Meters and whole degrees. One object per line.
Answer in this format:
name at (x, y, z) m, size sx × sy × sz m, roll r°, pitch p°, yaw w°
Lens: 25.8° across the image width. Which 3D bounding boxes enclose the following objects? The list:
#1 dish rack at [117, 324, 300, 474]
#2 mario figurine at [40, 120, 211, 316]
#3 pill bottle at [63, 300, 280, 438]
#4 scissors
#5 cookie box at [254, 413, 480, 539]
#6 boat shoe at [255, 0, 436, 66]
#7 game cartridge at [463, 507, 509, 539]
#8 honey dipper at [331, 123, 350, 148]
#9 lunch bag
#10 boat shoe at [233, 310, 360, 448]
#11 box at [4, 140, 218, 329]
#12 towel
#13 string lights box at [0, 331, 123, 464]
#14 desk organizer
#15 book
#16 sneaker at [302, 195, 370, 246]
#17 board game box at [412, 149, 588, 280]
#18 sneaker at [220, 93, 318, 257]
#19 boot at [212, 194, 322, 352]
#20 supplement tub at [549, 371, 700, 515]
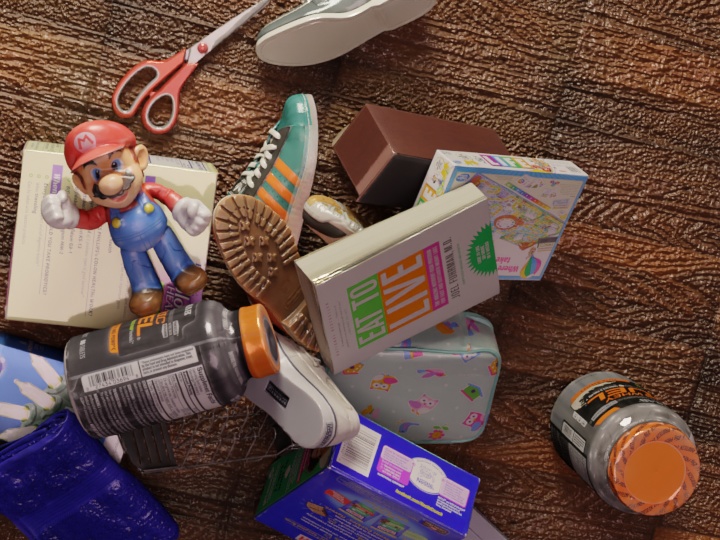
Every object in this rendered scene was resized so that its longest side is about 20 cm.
dish rack at (-0.162, 0.134, 1.642) m, size 0.199 × 0.055 × 0.154 m, roll -4°, pitch 60°, yaw -28°
mario figurine at (-0.227, -0.051, 1.526) m, size 0.123 × 0.106 × 0.201 m, roll -42°, pitch 116°, yaw -36°
pill bottle at (-0.182, 0.092, 1.548) m, size 0.199 × 0.106 × 0.107 m, roll -15°, pitch 103°, yaw 5°
scissors at (-0.180, -0.231, 1.649) m, size 0.073 × 0.014 × 0.200 m, roll 39°, pitch 94°, yaw -12°
cookie box at (0.003, 0.244, 1.675) m, size 0.171 × 0.200 × 0.075 m, roll 29°, pitch 56°, yaw -14°
boat shoe at (-0.020, -0.275, 1.656) m, size 0.199 × 0.073 × 0.062 m, roll -21°, pitch 60°, yaw 1°
game cartridge at (0.131, 0.359, 1.803) m, size 0.130 × 0.038 × 0.200 m, roll -45°, pitch 104°, yaw 4°
honey dipper at (0.049, -0.079, 1.707) m, size 0.038 × 0.038 × 0.200 m, roll -45°, pitch 107°, yaw 1°
lunch bag at (0.044, 0.118, 1.699) m, size 0.199 × 0.077 × 0.161 m, roll 3°, pitch 131°, yaw -7°
boat shoe at (-0.070, 0.109, 1.603) m, size 0.070 × 0.200 × 0.071 m, roll 3°, pitch 118°, yaw -43°
box at (-0.259, -0.033, 1.631) m, size 0.199 × 0.097 × 0.177 m, roll 6°, pitch 99°, yaw -10°
towel at (-0.305, 0.249, 1.659) m, size 0.147 × 0.050 × 0.200 m, roll -29°, pitch 120°, yaw 18°
string lights box at (-0.339, 0.134, 1.666) m, size 0.199 × 0.059 × 0.103 m, roll 17°, pitch 98°, yaw -12°
desk organizer at (0.074, -0.113, 1.658) m, size 0.199 × 0.077 × 0.072 m, roll 6°, pitch 135°, yaw -42°
book at (0.042, 0.009, 1.585) m, size 0.199 × 0.048 × 0.134 m, roll -26°, pitch 132°, yaw -15°
sneaker at (0.000, 0.000, 1.673) m, size 0.088 × 0.076 × 0.200 m, roll -46°, pitch 123°, yaw 9°
board game box at (0.138, -0.055, 1.660) m, size 0.199 × 0.034 × 0.135 m, roll 2°, pitch 121°, yaw -40°
sneaker at (-0.097, -0.092, 1.660) m, size 0.080 × 0.071 × 0.201 m, roll 9°, pitch 100°, yaw -16°
boot at (-0.104, -0.003, 1.601) m, size 0.075 × 0.107 × 0.200 m, roll -44°, pitch 124°, yaw -16°
supplement tub at (0.289, 0.190, 1.712) m, size 0.122 × 0.200 × 0.123 m, roll -2°, pitch 101°, yaw -10°
